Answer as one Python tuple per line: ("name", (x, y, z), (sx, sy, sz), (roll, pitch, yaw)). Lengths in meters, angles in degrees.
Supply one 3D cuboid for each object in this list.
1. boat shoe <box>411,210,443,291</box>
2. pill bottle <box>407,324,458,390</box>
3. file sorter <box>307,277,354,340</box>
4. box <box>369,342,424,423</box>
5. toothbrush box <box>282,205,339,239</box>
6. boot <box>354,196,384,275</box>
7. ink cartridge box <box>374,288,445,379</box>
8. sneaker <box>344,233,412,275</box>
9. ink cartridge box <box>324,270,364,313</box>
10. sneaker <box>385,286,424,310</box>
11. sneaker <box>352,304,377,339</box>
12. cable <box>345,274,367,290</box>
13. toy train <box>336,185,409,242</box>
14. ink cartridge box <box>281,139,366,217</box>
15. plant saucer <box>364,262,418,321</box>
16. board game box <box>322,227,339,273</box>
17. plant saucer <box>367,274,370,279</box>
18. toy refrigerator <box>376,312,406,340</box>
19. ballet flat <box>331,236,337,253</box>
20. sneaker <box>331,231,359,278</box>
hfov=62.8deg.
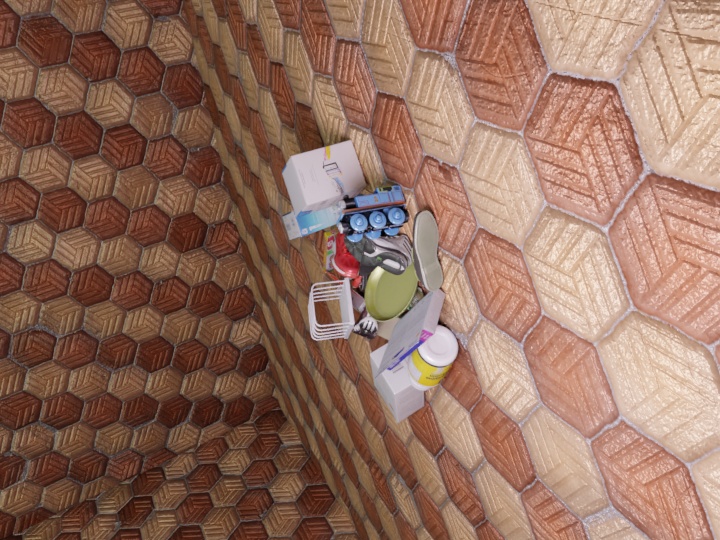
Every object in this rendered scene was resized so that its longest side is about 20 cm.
("boat shoe", (0.154, -0.051, 1.440), (0.060, 0.070, 0.208), (30, 136, 57))
("pill bottle", (0.184, 0.240, 1.564), (0.114, 0.109, 0.202), (58, 156, 26))
("file sorter", (-0.094, 0.126, 1.814), (0.201, 0.120, 0.144), (112, 151, -70))
("box", (0.113, 0.334, 1.787), (0.154, 0.104, 0.203), (54, 164, 34))
("toothbrush box", (-0.133, -0.173, 1.870), (0.146, 0.195, 0.088), (-2, 107, 68))
("boot", (-0.002, -0.103, 1.707), (0.199, 0.067, 0.195), (32, 113, 57))
("ink cartridge box", (0.126, 0.165, 1.475), (0.043, 0.202, 0.197), (34, 133, -9))
("sneaker", (0.057, -0.063, 1.571), (0.196, 0.115, 0.078), (27, 126, 20))
("ink cartridge box", (-0.034, 0.086, 1.942), (0.172, 0.044, 0.199), (39, 175, -30))
("sneaker", (0.116, 0.087, 1.631), (0.199, 0.086, 0.079), (19, 127, 64))
("sneaker", (0.032, 0.133, 1.764), (0.200, 0.073, 0.119), (129, 161, -72))
("cable", (0.000, 0.000, 1.796), (0.100, 0.049, 0.200), (67, 159, 14))
("toy train", (0.029, -0.147, 1.507), (0.087, 0.193, 0.118), (117, 139, -62))
("ink cartridge box", (-0.107, -0.268, 1.724), (0.149, 0.195, 0.147), (70, 159, 3))
("plant saucer", (0.090, 0.045, 1.598), (0.197, 0.031, 0.206), (-28, 50, 38))
("board game box", (-0.079, -0.066, 1.969), (0.030, 0.093, 0.203), (54, 154, 29))
("plant saucer", (0.046, 0.032, 1.829), (0.201, 0.036, 0.205), (51, 151, 42))
("toy refrigerator", (0.117, 0.165, 1.711), (0.199, 0.068, 0.079), (-167, 77, -66))
("ballet flat", (-0.054, -0.072, 1.832), (0.200, 0.070, 0.074), (16, -129, -82))
("sneaker", (-0.034, -0.074, 1.624), (0.202, 0.076, 0.118), (-113, 37, -55))
